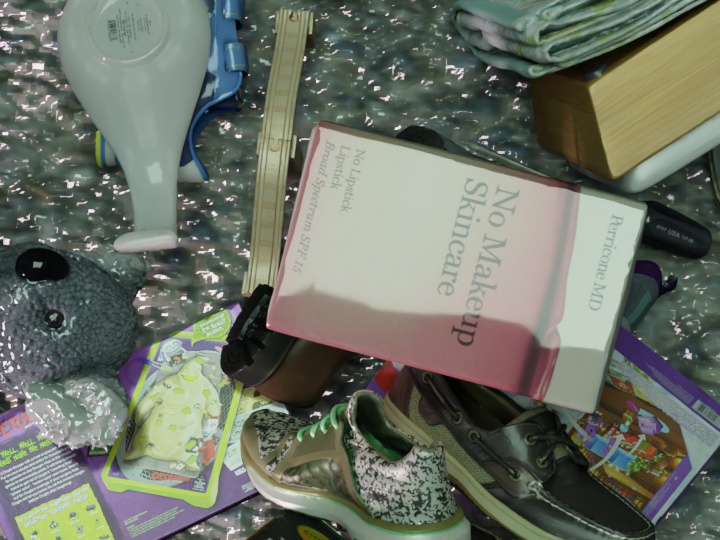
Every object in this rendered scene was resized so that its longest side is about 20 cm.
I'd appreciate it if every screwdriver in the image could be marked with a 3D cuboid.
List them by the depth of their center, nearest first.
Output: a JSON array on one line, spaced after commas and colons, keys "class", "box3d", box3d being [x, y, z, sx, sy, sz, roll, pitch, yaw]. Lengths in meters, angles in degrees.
[{"class": "screwdriver", "box3d": [0.142, -0.044, 1.554, 0.200, 0.029, 0.028, 17, 37, -28]}]

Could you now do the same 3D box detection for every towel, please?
[{"class": "towel", "box3d": [0.155, -0.182, 1.553, 0.171, 0.200, 0.048, -28, 106, -5]}]

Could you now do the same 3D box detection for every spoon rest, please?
[{"class": "spoon rest", "box3d": [-0.140, -0.102, 1.556, 0.099, 0.061, 0.200, -6, 72, 3]}]

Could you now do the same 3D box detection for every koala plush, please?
[{"class": "koala plush", "box3d": [-0.232, 0.027, 1.544, 0.200, 0.184, 0.178, 8, 48, -9]}]

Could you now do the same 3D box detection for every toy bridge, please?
[{"class": "toy bridge", "box3d": [-0.053, -0.074, 1.597, 0.027, 0.067, 0.200, 6, 79, 3]}]

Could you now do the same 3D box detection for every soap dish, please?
[{"class": "soap dish", "box3d": [0.208, -0.137, 1.555, 0.200, 0.157, 0.081, -33, 106, -5]}]

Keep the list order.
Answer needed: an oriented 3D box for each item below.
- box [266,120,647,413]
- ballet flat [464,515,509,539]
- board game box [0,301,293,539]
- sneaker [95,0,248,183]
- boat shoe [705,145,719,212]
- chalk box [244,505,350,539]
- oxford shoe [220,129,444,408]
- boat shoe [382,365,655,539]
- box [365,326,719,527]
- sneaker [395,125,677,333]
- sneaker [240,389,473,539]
[{"class": "box", "box3d": [0.059, -0.003, 1.448, 0.200, 0.109, 0.128, 14, 92, 6]}, {"class": "ballet flat", "box3d": [0.059, 0.175, 1.483, 0.046, 0.200, 0.067, 36, 90, -24]}, {"class": "board game box", "box3d": [-0.143, 0.116, 1.583, 0.200, 0.032, 0.120, -25, 83, -4]}, {"class": "sneaker", "box3d": [-0.103, -0.148, 1.613, 0.082, 0.074, 0.200, 22, 89, 7]}, {"class": "boat shoe", "box3d": [0.276, -0.026, 1.576, 0.075, 0.068, 0.200, -17, 79, -2]}, {"class": "chalk box", "box3d": [-0.044, 0.235, 1.491, 0.125, 0.200, 0.124, 40, 115, 11]}, {"class": "oxford shoe", "box3d": [0.000, 0.000, 1.558, 0.084, 0.073, 0.200, 33, 100, -24]}, {"class": "boat shoe", "box3d": [0.095, 0.112, 1.484, 0.200, 0.073, 0.065, 30, 112, 25]}, {"class": "box", "box3d": [0.117, 0.085, 1.541, 0.200, 0.039, 0.137, 39, 116, 8]}, {"class": "sneaker", "box3d": [0.110, -0.031, 1.595, 0.200, 0.074, 0.088, 45, 59, 8]}, {"class": "sneaker", "box3d": [-0.001, 0.107, 1.487, 0.077, 0.200, 0.089, -13, 114, -37]}]
